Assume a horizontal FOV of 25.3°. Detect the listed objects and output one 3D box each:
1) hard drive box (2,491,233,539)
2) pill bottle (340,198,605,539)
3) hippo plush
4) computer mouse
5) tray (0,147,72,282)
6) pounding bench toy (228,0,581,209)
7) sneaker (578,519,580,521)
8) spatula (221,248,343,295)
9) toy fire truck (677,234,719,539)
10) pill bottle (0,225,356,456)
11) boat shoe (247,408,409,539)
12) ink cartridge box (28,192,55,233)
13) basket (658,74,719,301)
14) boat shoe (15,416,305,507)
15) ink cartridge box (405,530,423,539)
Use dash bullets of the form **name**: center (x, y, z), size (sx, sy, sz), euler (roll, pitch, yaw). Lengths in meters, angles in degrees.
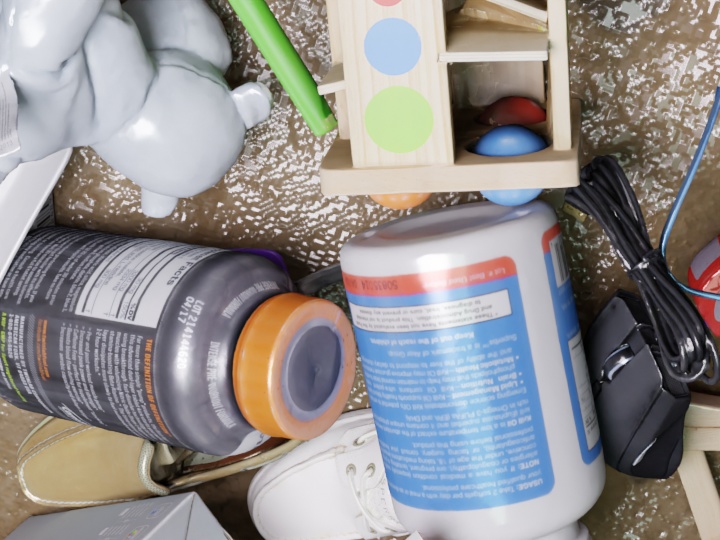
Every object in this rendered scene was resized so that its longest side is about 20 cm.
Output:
- **hard drive box**: center (-0.126, 0.215, 0.911), size (0.200, 0.077, 0.156), euler (-16, 112, 50)
- **pill bottle**: center (0.062, 0.072, 0.809), size (0.112, 0.112, 0.200), euler (-9, 100, 12)
- **hippo plush**: center (-0.117, -0.107, 0.787), size (0.161, 0.200, 0.159), euler (17, 133, -35)
- **computer mouse**: center (0.126, 0.030, 0.831), size (0.046, 0.200, 0.141), euler (-20, 66, -6)
- **tray**: center (-0.263, -0.068, 0.853), size (0.200, 0.022, 0.108), euler (29, 87, 0)
- **pounding bench toy**: center (0.008, -0.113, 0.801), size (0.200, 0.124, 0.156), euler (-2, 110, 9)
- **sneaker**: center (0.040, 0.195, 0.937), size (0.092, 0.076, 0.200), euler (45, 108, -3)
- **spatula**: center (0.000, 0.000, 0.897), size (0.200, 0.021, 0.057), euler (-10, 120, 9)
- **toy fire truck**: center (0.219, 0.080, 0.879), size (0.141, 0.049, 0.200), euler (-32, 102, 18)
- **pill bottle**: center (-0.100, 0.038, 0.841), size (0.200, 0.106, 0.106), euler (9, 114, 36)
- **boat shoe**: center (0.021, 0.117, 0.911), size (0.200, 0.069, 0.071), euler (-22, 105, 15)
- **ink cartridge box**: center (-0.275, -0.080, 0.900), size (0.200, 0.041, 0.200), euler (1, 110, 8)
- **basket**: center (0.253, -0.064, 0.766), size (0.176, 0.139, 0.200), euler (18, 91, 4)
- **boat shoe**: center (-0.117, 0.100, 0.922), size (0.200, 0.076, 0.072), euler (-21, 108, 17)
- **ink cartridge box**: center (0.047, 0.225, 0.807), size (0.163, 0.057, 0.200), euler (67, 152, 18)
